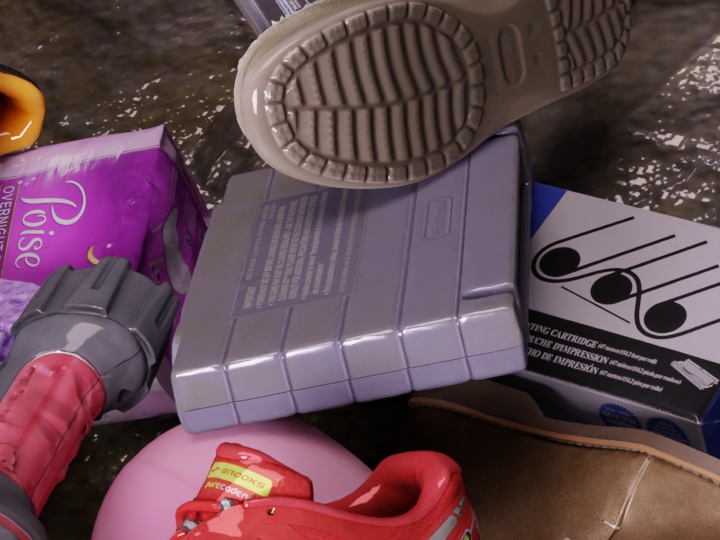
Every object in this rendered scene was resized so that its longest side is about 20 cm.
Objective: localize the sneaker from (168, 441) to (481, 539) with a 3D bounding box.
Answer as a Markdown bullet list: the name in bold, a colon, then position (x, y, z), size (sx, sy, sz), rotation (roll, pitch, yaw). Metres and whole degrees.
- **sneaker**: position (-0.048, 0.098, 0.889), size (0.200, 0.085, 0.077), rotation (-10, 9, -35)

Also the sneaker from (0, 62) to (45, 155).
- **sneaker**: position (-0.195, -0.044, 1.120), size (0.077, 0.078, 0.200), rotation (16, 35, 13)

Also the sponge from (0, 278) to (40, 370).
- **sponge**: position (-0.227, 0.029, 1.092), size (0.200, 0.030, 0.112), rotation (8, 31, 27)

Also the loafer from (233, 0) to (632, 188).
- **loafer**: position (0.023, -0.082, 1.105), size (0.200, 0.076, 0.068), rotation (-19, 18, -39)

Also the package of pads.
- **package of pads**: position (-0.168, 0.013, 1.182), size (0.200, 0.076, 0.121), rotation (-8, 48, 15)

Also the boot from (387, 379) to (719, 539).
- **boot**: position (0.090, 0.096, 1.015), size (0.200, 0.074, 0.075), rotation (13, 68, 39)

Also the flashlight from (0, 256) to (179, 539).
- **flashlight**: position (-0.114, 0.066, 0.977), size (0.068, 0.068, 0.200), rotation (27, 37, 0)

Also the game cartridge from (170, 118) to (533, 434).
- **game cartridge**: position (0.000, 0.000, 1.047), size (0.130, 0.038, 0.200), rotation (-15, 20, 10)

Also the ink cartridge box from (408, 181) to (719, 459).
- **ink cartridge box**: position (0.072, 0.015, 1.106), size (0.200, 0.044, 0.094), rotation (15, 53, 33)

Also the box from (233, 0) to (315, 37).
- **box**: position (0.013, -0.160, 1.297), size (0.158, 0.048, 0.200), rotation (-27, 44, -6)

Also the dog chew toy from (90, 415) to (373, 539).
- **dog chew toy**: position (-0.067, 0.147, 0.987), size (0.125, 0.125, 0.200), rotation (27, 70, 38)
